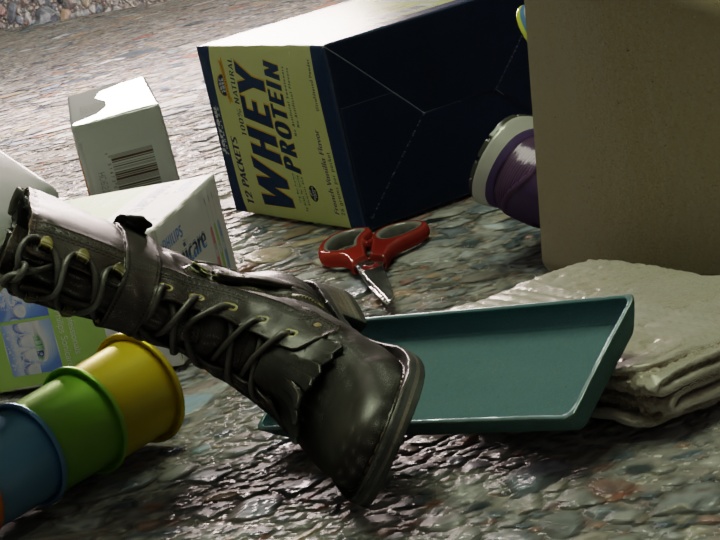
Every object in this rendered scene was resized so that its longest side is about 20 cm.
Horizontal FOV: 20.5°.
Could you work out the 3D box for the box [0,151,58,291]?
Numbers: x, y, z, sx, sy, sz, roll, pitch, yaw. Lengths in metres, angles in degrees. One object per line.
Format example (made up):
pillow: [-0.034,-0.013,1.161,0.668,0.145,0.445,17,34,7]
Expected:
box: [-0.281,0.014,0.932,0.199,0.171,0.200,-54,3,17]

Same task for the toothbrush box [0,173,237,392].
toothbrush box: [-0.189,0.012,1.208,0.200,0.086,0.146,-11,13,13]

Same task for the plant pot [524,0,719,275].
plant pot: [0.223,-0.094,1.066,0.200,0.200,0.177,-21,28,-30]

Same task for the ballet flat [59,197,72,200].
ballet flat: [-0.209,-0.024,1.452,0.200,0.070,0.069,-5,15,15]

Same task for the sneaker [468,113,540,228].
sneaker: [0.154,-0.051,1.226,0.088,0.076,0.200,33,28,28]

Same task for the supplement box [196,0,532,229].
supplement box: [0.020,-0.128,1.477,0.200,0.134,0.200,-20,15,-27]

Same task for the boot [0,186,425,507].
boot: [-0.075,0.026,0.862,0.174,0.069,0.200,21,9,-21]

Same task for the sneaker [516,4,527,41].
sneaker: [0.196,-0.128,1.235,0.082,0.200,0.074,-55,2,24]

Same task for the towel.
towel: [0.122,0.032,0.944,0.132,0.035,0.200,-18,15,-28]

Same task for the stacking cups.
stacking cups: [-0.166,0.097,0.923,0.060,0.061,0.200,-2,22,39]

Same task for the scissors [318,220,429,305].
scissors: [0.000,0.000,1.242,0.073,0.014,0.200,-8,15,10]

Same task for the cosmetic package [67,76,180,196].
cosmetic package: [-0.187,-0.089,1.588,0.071,0.102,0.200,-15,13,-6]

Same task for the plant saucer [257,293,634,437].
plant saucer: [0.037,0.048,0.905,0.200,0.019,0.070,-8,42,47]
